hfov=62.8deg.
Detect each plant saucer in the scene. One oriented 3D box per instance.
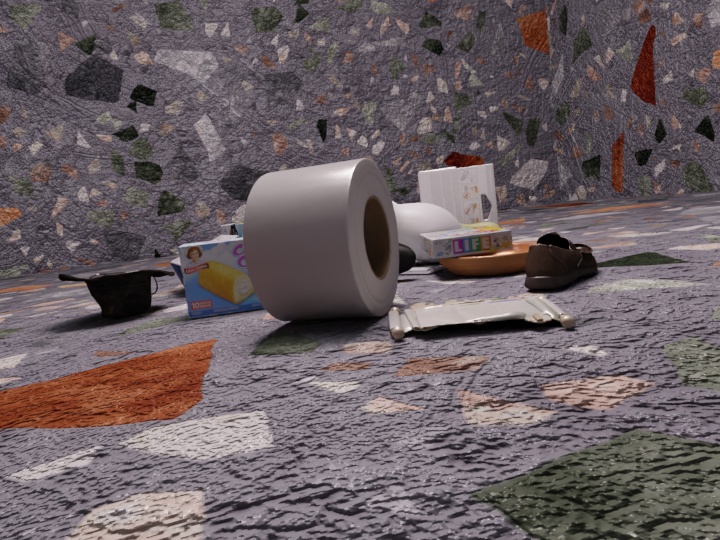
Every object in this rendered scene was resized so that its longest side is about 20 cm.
[{"bbox_3d":[0.238,-0.021,1.048,0.200,0.038,0.200,-6,6,1],"label":"plant saucer"}]

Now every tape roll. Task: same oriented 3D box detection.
[{"bbox_3d":[-0.042,-0.037,0.771,0.139,0.203,0.203,-5,7,21],"label":"tape roll"}]

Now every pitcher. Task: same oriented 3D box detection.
[{"bbox_3d":[0.104,-0.102,1.252,0.200,0.121,0.172,15,33,-18],"label":"pitcher"}]

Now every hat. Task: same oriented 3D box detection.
[{"bbox_3d":[-0.423,0.042,1.035,0.200,0.081,0.201,-2,0,0],"label":"hat"}]

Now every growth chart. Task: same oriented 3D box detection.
[{"bbox_3d":[0.124,0.048,0.662,0.200,0.018,0.145,-6,6,11],"label":"growth chart"}]

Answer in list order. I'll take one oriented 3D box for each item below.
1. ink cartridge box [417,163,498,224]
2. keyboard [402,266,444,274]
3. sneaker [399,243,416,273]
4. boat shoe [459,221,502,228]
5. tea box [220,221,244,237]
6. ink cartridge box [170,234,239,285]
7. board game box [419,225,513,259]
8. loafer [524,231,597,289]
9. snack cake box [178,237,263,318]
[{"bbox_3d":[0.231,-0.143,1.387,0.173,0.200,0.044,-6,6,10],"label":"ink cartridge box"},{"bbox_3d":[0.068,0.001,1.166,0.200,0.011,0.056,-1,4,41],"label":"keyboard"},{"bbox_3d":[0.000,0.000,1.027,0.200,0.074,0.089,-4,33,-1],"label":"sneaker"},{"bbox_3d":[0.223,-0.065,1.334,0.200,0.073,0.063,-1,38,6],"label":"boat shoe"},{"bbox_3d":[-0.212,-0.069,1.507,0.197,0.134,0.200,-2,9,43],"label":"tea box"},{"bbox_3d":[-0.331,-0.017,1.293,0.136,0.076,0.200,-31,17,-20],"label":"ink cartridge box"},{"bbox_3d":[0.186,-0.054,1.076,0.134,0.034,0.200,-8,6,0],"label":"board game box"},{"bbox_3d":[0.294,-0.023,0.853,0.073,0.071,0.200,-3,8,33],"label":"loafer"},{"bbox_3d":[-0.179,0.002,0.947,0.200,0.115,0.067,-8,7,-6],"label":"snack cake box"}]
